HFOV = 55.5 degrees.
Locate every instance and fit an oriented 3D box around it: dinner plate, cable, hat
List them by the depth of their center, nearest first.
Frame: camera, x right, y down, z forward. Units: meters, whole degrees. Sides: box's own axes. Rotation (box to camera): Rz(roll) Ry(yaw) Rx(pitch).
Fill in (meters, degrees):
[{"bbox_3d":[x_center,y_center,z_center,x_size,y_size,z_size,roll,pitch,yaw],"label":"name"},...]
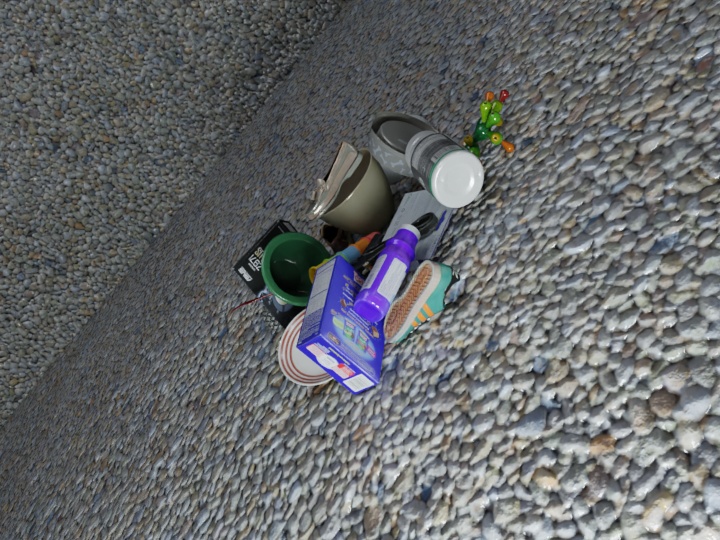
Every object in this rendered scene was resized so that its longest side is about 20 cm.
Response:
[{"bbox_3d":[0.078,-0.050,1.423,0.198,0.051,0.097,-36,23,3],"label":"cable"},{"bbox_3d":[-0.084,0.155,1.449,0.196,0.024,0.204,-14,51,18],"label":"dinner plate"},{"bbox_3d":[-0.180,0.019,1.569,0.176,0.195,0.170,145,130,-59],"label":"hat"}]

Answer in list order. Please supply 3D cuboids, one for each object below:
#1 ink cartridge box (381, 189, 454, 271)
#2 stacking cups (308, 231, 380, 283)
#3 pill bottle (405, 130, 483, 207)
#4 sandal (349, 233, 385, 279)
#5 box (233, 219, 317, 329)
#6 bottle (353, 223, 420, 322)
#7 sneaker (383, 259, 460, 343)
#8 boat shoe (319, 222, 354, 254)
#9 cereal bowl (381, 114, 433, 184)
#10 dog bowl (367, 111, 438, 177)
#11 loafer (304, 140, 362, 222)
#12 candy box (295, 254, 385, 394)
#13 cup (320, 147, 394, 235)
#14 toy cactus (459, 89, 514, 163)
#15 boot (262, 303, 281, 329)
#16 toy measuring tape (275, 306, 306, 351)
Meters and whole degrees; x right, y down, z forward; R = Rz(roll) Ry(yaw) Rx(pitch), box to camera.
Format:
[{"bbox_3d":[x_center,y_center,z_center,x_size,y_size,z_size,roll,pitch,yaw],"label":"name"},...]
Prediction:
[{"bbox_3d":[0.131,-0.088,1.455,0.198,0.043,0.199,-3,53,52],"label":"ink cartridge box"},{"bbox_3d":[-0.025,-0.023,1.529,0.198,0.062,0.060,-32,14,-36],"label":"stacking cups"},{"bbox_3d":[0.165,-0.214,1.397,0.113,0.113,0.201,-45,28,8],"label":"pill bottle"},{"bbox_3d":[0.000,0.000,1.498,0.042,0.077,0.201,11,46,31],"label":"sandal"},{"bbox_3d":[-0.175,0.009,1.623,0.164,0.201,0.086,-44,-8,10],"label":"box"},{"bbox_3d":[0.056,0.000,1.310,0.202,0.065,0.084,-61,5,-29],"label":"bottle"},{"bbox_3d":[0.114,0.068,1.268,0.201,0.078,0.072,-56,34,36],"label":"sneaker"},{"bbox_3d":[-0.067,-0.099,1.742,0.072,0.072,0.201,-41,28,16],"label":"boat shoe"},{"bbox_3d":[0.093,-0.325,1.765,0.199,0.083,0.202,-38,30,26],"label":"cereal bowl"},{"bbox_3d":[0.105,-0.292,1.596,0.202,0.195,0.059,-88,17,-51],"label":"dog bowl"},{"bbox_3d":[-0.074,-0.209,1.583,0.202,0.063,0.072,-55,26,-8],"label":"loafer"},{"bbox_3d":[-0.027,0.103,1.320,0.076,0.169,0.203,-25,35,34],"label":"candy box"},{"bbox_3d":[0.002,-0.169,1.643,0.199,0.143,0.203,-37,30,25],"label":"cup"},{"bbox_3d":[0.260,-0.284,1.470,0.165,0.101,0.203,-46,22,54],"label":"toy cactus"},{"bbox_3d":[-0.218,0.059,1.788,0.132,0.068,0.206,128,149,-77],"label":"boot"},{"bbox_3d":[-0.119,0.127,1.547,0.200,0.073,0.074,-46,27,10],"label":"toy measuring tape"}]
